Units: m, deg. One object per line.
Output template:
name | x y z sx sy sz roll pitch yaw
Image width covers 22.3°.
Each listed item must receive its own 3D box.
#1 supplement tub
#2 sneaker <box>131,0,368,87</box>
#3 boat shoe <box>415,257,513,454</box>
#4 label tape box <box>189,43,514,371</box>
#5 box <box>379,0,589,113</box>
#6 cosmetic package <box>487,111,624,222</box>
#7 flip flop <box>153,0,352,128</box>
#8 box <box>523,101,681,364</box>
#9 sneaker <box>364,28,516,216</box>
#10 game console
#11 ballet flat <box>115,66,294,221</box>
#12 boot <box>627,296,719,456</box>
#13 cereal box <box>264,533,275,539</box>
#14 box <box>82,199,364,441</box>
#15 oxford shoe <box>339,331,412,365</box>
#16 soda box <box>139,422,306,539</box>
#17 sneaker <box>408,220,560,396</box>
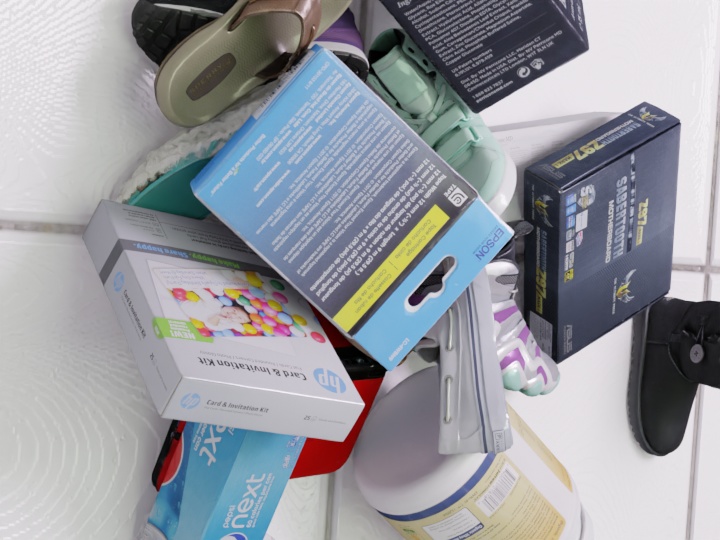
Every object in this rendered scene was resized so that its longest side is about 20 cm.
supplement tub | 0.101 0.192 1.567 0.200 0.144 0.145 48 63 -33
sneaker | -0.091 -0.195 1.427 0.198 0.076 0.088 10 54 -32
boat shoe | 0.076 0.054 1.474 0.074 0.066 0.202 82 0 -57
label tape box | -0.007 -0.047 1.350 0.200 0.066 0.143 42 91 -15
box | 0.082 -0.274 1.471 0.200 0.117 0.198 45 30 -35
cosmetic package | 0.166 -0.096 1.663 0.199 0.050 0.084 -11 104 -41
flip flop | -0.067 -0.178 1.343 0.200 0.058 0.081 -42 124 -6
box | 0.219 -0.034 1.663 0.157 0.051 0.202 -29 135 -30
sneaker | 0.055 -0.119 1.494 0.074 0.201 0.118 -41 127 18
game console | -0.088 0.073 1.472 0.199 0.119 0.174 -2 126 -41
ballet flat | -0.105 -0.093 1.399 0.199 0.072 0.072 -30 116 -4
boot | 0.350 0.109 1.746 0.065 0.199 0.167 -12 102 -40
cereal box | -0.068 0.313 1.494 0.200 0.039 0.145 42 66 -36
box | -0.102 0.035 1.322 0.155 0.201 0.041 12 123 -35
oxford shoe | 0.000 0.000 1.435 0.200 0.071 0.072 54 19 -36
soda box | -0.104 0.163 1.379 0.064 0.068 0.201 5 116 -41
sneaker | 0.125 0.025 1.602 0.199 0.078 0.141 21 94 -42
